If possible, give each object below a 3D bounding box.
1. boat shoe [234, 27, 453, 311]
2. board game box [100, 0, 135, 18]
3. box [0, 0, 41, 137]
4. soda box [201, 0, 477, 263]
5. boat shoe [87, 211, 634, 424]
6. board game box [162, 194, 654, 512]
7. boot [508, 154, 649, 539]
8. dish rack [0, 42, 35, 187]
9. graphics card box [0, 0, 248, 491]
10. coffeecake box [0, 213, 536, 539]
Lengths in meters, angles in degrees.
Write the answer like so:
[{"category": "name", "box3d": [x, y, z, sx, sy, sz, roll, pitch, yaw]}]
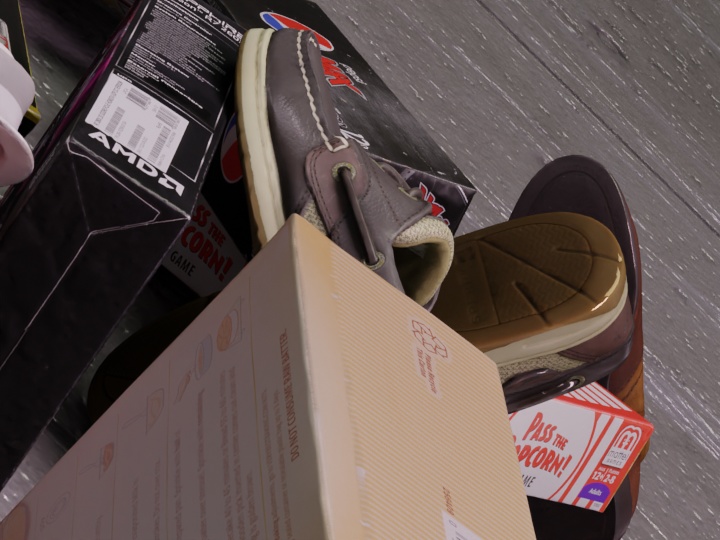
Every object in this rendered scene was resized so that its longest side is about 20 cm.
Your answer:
[{"category": "boat shoe", "box3d": [0.000, 0.000, 0.887, 0.072, 0.066, 0.202, 71, 7, -55]}, {"category": "board game box", "box3d": [-0.145, -0.176, 1.205, 0.200, 0.035, 0.135, 37, -7, -25]}, {"category": "box", "box3d": [-0.210, -0.137, 1.050, 0.159, 0.049, 0.200, 32, 22, -30]}, {"category": "soda box", "box3d": [-0.027, -0.055, 1.052, 0.071, 0.064, 0.200, 18, 19, -27]}, {"category": "boat shoe", "box3d": [0.003, 0.039, 0.949, 0.073, 0.199, 0.065, -91, 164, -45]}, {"category": "board game box", "box3d": [0.006, 0.021, 1.103, 0.200, 0.046, 0.151, 38, 12, 33]}, {"category": "boot", "box3d": [0.117, 0.024, 1.252, 0.200, 0.068, 0.189, -43, 125, -71]}, {"category": "dish rack", "box3d": [-0.201, -0.087, 0.799, 0.200, 0.171, 0.044, 36, 64, -29]}, {"category": "graphics card box", "box3d": [-0.097, -0.017, 0.909, 0.051, 0.126, 0.200, 34, 20, -10]}, {"category": "coffeecake box", "box3d": [-0.051, 0.108, 0.622, 0.073, 0.200, 0.154, 37, 20, -23]}]
